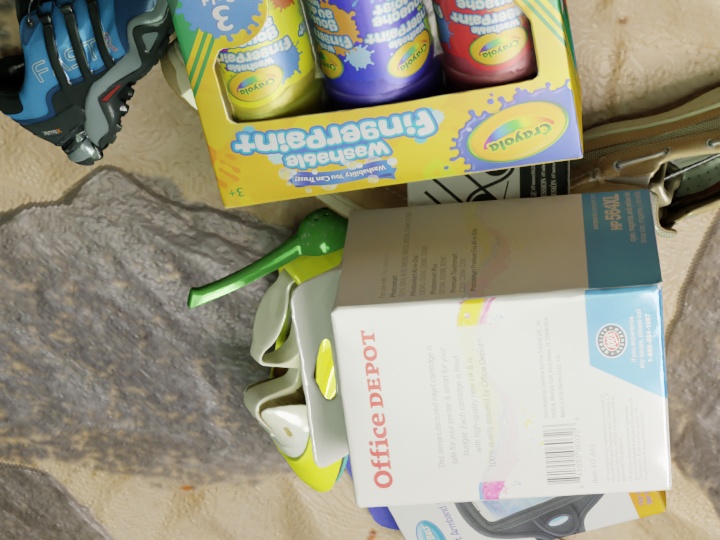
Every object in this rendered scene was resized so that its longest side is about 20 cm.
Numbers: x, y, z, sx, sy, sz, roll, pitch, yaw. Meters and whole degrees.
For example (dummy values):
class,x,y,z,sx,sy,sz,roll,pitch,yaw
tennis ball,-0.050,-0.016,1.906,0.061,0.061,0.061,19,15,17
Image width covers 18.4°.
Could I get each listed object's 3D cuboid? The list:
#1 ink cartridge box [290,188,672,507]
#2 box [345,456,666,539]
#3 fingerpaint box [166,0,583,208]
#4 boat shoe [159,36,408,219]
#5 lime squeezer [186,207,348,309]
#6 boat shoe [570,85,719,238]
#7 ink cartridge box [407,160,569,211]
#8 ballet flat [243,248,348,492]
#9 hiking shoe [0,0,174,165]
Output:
class,x,y,z,sx,sy,sz,roll,pitch,yaw
ink cartridge box,0.067,0.042,1.228,0.199,0.125,0.129,-3,117,6
box,0.090,0.131,1.471,0.199,0.042,0.119,-18,123,14
fingerpaint box,0.008,-0.130,1.162,0.199,0.073,0.167,-7,125,8
boat shoe,-0.020,-0.089,1.293,0.200,0.074,0.069,31,114,-28
lime squeezer,0.000,0.000,1.335,0.199,0.038,0.071,7,94,-18
boat shoe,0.169,-0.049,1.306,0.200,0.076,0.072,-27,122,24
ink cartridge box,0.075,-0.014,1.294,0.094,0.044,0.201,-1,118,4
ballet flat,-0.041,0.061,1.408,0.067,0.067,0.201,-15,130,-32
hiking shoe,-0.153,-0.146,1.262,0.086,0.075,0.200,23,125,-13
